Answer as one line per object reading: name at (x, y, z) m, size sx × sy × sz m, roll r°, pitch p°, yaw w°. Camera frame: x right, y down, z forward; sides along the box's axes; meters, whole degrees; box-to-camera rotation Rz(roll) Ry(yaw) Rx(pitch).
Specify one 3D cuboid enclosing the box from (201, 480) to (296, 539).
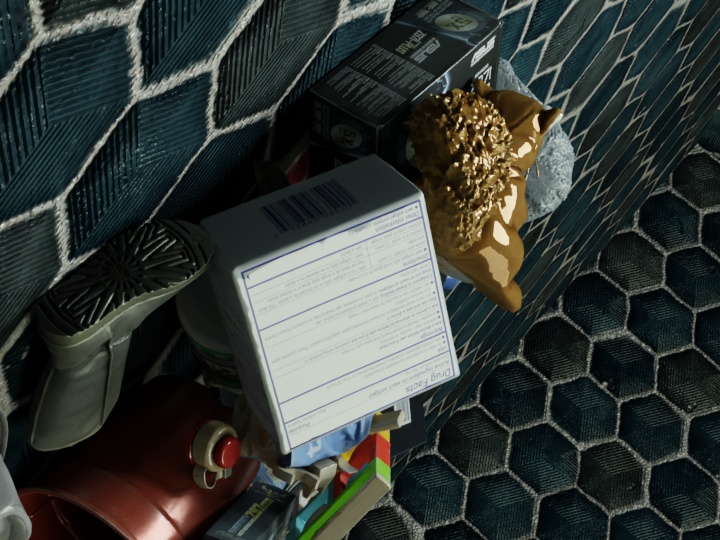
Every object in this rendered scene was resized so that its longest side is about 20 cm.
box at (-0.130, 0.327, 1.530) m, size 0.158 × 0.051 × 0.201 m, roll -36°, pitch 144°, yaw -70°

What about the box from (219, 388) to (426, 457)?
box at (-0.041, 0.168, 1.873) m, size 0.200 × 0.195 × 0.125 m, roll -2°, pitch 86°, yaw -73°

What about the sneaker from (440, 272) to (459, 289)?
sneaker at (0.036, -0.066, 1.585) m, size 0.077 × 0.201 × 0.070 m, roll -1°, pitch 142°, yaw -34°

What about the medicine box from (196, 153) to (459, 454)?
medicine box at (-0.027, 0.029, 1.376) m, size 0.181 × 0.103 × 0.201 m, roll -22°, pitch 122°, yaw -15°

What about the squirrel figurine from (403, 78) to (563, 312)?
squirrel figurine at (0.114, -0.092, 1.447) m, size 0.187 × 0.141 × 0.200 m, roll -61°, pitch 158°, yaw -10°

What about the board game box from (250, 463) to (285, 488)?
board game box at (-0.171, 0.248, 1.685) m, size 0.199 × 0.062 × 0.201 m, roll -13°, pitch -142°, yaw 30°

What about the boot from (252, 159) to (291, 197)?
boot at (-0.029, -0.036, 1.461) m, size 0.096 × 0.075 × 0.201 m, roll -22°, pitch 125°, yaw 5°

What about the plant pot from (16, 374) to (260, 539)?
plant pot at (-0.209, 0.222, 1.540) m, size 0.195 × 0.200 × 0.201 m, roll -50°, pitch 169°, yaw -37°

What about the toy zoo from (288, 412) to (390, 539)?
toy zoo at (-0.020, 0.215, 1.563) m, size 0.131 × 0.020 × 0.200 m, roll -47°, pitch -169°, yaw 13°

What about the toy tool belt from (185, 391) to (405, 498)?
toy tool belt at (-0.057, 0.153, 1.484) m, size 0.199 × 0.122 × 0.126 m, roll -22°, pitch 120°, yaw -48°

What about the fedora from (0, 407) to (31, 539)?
fedora at (-0.333, 0.213, 1.280) m, size 0.177 × 0.090 × 0.201 m, roll -33°, pitch 158°, yaw -54°

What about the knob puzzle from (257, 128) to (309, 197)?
knob puzzle at (-0.045, -0.090, 1.566) m, size 0.220 × 0.030 × 0.220 m, roll -47°, pitch 166°, yaw -15°

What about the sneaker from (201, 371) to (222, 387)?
sneaker at (-0.093, 0.058, 1.755) m, size 0.199 × 0.113 × 0.071 m, roll -16°, pitch 167°, yaw -10°

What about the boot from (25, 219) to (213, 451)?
boot at (-0.209, 0.060, 1.331) m, size 0.181 × 0.073 × 0.201 m, roll -29°, pitch 152°, yaw -25°

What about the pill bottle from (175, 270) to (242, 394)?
pill bottle at (-0.116, 0.053, 1.531) m, size 0.113 × 0.113 × 0.200 m, roll -47°, pitch 166°, yaw -14°

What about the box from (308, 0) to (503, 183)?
box at (0.044, -0.148, 1.511) m, size 0.200 × 0.086 × 0.164 m, roll -42°, pitch 151°, yaw -33°

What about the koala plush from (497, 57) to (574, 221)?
koala plush at (0.173, -0.143, 1.895) m, size 0.178 × 0.183 × 0.200 m, roll -52°, pitch 179°, yaw 7°
